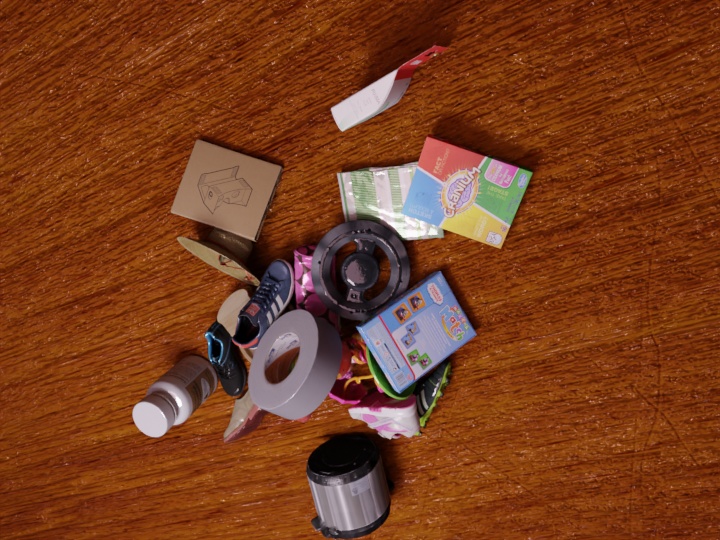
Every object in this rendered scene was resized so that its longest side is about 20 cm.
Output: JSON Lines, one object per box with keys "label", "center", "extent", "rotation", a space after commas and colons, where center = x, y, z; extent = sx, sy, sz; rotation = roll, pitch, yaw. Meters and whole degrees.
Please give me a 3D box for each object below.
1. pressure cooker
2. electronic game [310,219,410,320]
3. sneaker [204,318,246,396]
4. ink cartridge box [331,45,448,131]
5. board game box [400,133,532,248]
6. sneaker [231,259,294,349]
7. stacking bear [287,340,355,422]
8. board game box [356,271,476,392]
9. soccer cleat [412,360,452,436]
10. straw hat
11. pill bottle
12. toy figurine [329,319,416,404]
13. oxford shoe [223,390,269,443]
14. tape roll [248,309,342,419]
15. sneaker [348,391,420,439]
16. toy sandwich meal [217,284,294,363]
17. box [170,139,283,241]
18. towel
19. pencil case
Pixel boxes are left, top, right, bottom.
{"label": "pressure cooker", "center": [-0.024, 0.499, 1.268], "extent": [0.175, 0.179, 0.201], "rotation": [-9, 105, 17]}
{"label": "electronic game", "center": [0.000, 0.000, 1.120], "extent": [0.198, 0.042, 0.202], "rotation": [0, 98, 1]}
{"label": "sneaker", "center": [-0.324, 0.212, 1.318], "extent": [0.073, 0.082, 0.201], "rotation": [-3, 108, 19]}
{"label": "ink cartridge box", "center": [0.061, -0.314, 0.970], "extent": [0.199, 0.161, 0.050], "rotation": [-22, 103, 23]}
{"label": "board game box", "center": [0.192, -0.145, 1.038], "extent": [0.199, 0.040, 0.154], "rotation": [19, 112, 3]}
{"label": "sneaker", "center": [-0.201, 0.071, 1.147], "extent": [0.075, 0.084, 0.201], "rotation": [24, 95, 20]}
{"label": "stacking bear", "center": [-0.095, 0.210, 1.161], "extent": [0.121, 0.114, 0.200], "rotation": [29, 128, -29]}
{"label": "board game box", "center": [0.112, 0.118, 1.108], "extent": [0.199, 0.037, 0.152], "rotation": [-33, 98, -15]}
{"label": "soccer cleat", "center": [0.130, 0.266, 1.203], "extent": [0.081, 0.067, 0.201], "rotation": [30, 116, 15]}
{"label": "straw hat", "center": [-0.281, -0.052, 1.207], "extent": [0.200, 0.201, 0.085], "rotation": [26, 75, 8]}
{"label": "pill bottle", "center": [-0.431, 0.293, 1.314], "extent": [0.114, 0.200, 0.115], "rotation": [6, 111, 16]}
{"label": "toy figurine", "center": [-0.007, 0.203, 1.202], "extent": [0.184, 0.150, 0.201], "rotation": [-30, 76, 34]}
{"label": "oxford shoe", "center": [-0.281, 0.348, 1.372], "extent": [0.200, 0.070, 0.075], "rotation": [-48, 64, 26]}
{"label": "tape roll", "center": [-0.128, 0.178, 1.083], "extent": [0.200, 0.201, 0.066], "rotation": [-36, 131, 25]}
{"label": "sneaker", "center": [0.050, 0.316, 1.201], "extent": [0.199, 0.081, 0.089], "rotation": [-11, 101, 53]}
{"label": "toy sandwich meal", "center": [-0.223, 0.126, 1.238], "extent": [0.204, 0.070, 0.207], "rotation": [2, 94, 30]}
{"label": "box", "center": [-0.278, -0.166, 1.168], "extent": [0.199, 0.021, 0.165], "rotation": [19, 86, 10]}
{"label": "towel", "center": [0.059, -0.133, 1.111], "extent": [0.199, 0.023, 0.154], "rotation": [-3, 108, 17]}
{"label": "pencil case", "center": [-0.088, 0.046, 1.183], "extent": [0.093, 0.091, 0.201], "rotation": [2, 107, 22]}
